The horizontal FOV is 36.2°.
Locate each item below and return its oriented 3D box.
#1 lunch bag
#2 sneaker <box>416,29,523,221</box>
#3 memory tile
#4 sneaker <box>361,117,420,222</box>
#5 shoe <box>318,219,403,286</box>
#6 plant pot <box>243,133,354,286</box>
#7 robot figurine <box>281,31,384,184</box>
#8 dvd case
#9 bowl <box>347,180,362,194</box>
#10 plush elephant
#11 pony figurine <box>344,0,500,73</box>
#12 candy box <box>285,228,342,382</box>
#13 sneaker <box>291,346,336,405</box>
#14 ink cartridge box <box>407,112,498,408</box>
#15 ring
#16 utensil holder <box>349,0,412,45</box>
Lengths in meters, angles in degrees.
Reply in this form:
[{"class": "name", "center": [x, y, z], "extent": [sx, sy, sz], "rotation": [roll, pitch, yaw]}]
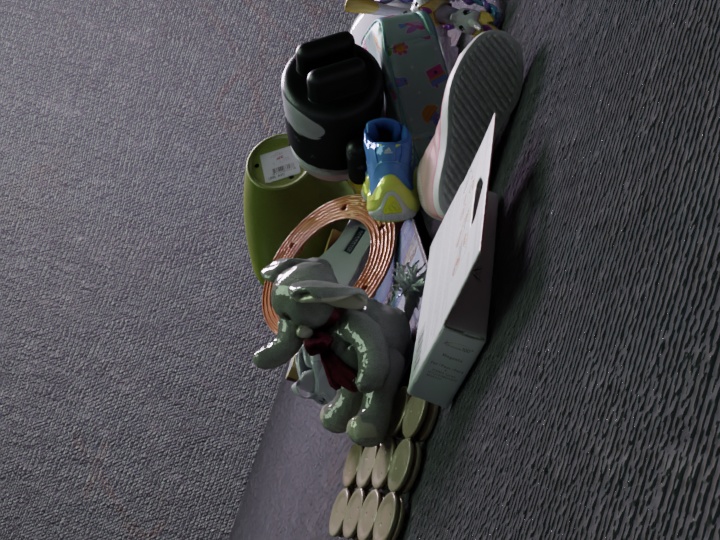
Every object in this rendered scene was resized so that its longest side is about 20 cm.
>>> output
[{"class": "lunch bag", "center": [0.063, -0.214, 1.352], "extent": [0.160, 0.076, 0.202], "rotation": [167, 89, -84]}, {"class": "sneaker", "center": [0.105, -0.144, 1.138], "extent": [0.105, 0.075, 0.202], "rotation": [178, 107, -78]}, {"class": "memory tile", "center": [0.020, 0.188, 1.067], "extent": [0.200, 0.017, 0.155], "rotation": [151, 136, -71]}, {"class": "sneaker", "center": [0.038, -0.122, 1.231], "extent": [0.200, 0.075, 0.106], "rotation": [-100, 8, -75]}, {"class": "shoe", "center": [0.000, 0.000, 1.358], "extent": [0.201, 0.071, 0.091], "rotation": [-55, -39, -6]}, {"class": "plant pot", "center": [-0.084, -0.088, 1.505], "extent": [0.201, 0.185, 0.189], "rotation": [72, -151, -56]}, {"class": "robot figurine", "center": [-0.029, -0.194, 1.325], "extent": [0.201, 0.124, 0.151], "rotation": [87, -159, -60]}, {"class": "dvd case", "center": [0.049, 0.041, 1.186], "extent": [0.201, 0.017, 0.144], "rotation": [-102, 32, -58]}, {"class": "bowl", "center": [0.036, -0.150, 1.556], "extent": [0.107, 0.201, 0.200], "rotation": [-26, 14, 6]}, {"class": "plush elephant", "center": [-0.033, 0.060, 1.093], "extent": [0.165, 0.154, 0.202], "rotation": [-158, 90, -77]}, {"class": "pony figurine", "center": [0.098, -0.340, 1.454], "extent": [0.193, 0.198, 0.168], "rotation": [-38, -35, -72]}, {"class": "candy box", "center": [-0.011, 0.059, 1.404], "extent": [0.057, 0.116, 0.202], "rotation": [117, 169, -65]}, {"class": "sneaker", "center": [-0.010, 0.083, 1.315], "extent": [0.075, 0.114, 0.201], "rotation": [119, 169, -57]}, {"class": "ink cartridge box", "center": [0.097, -0.011, 0.962], "extent": [0.201, 0.043, 0.174], "rotation": [-77, 9, -48]}, {"class": "ring", "center": [-0.036, -0.002, 1.297], "extent": [0.199, 0.019, 0.202], "rotation": [-26, 44, 28]}, {"class": "utensil holder", "center": [0.054, -0.308, 1.716], "extent": [0.201, 0.168, 0.171], "rotation": [-81, 12, -55]}]
